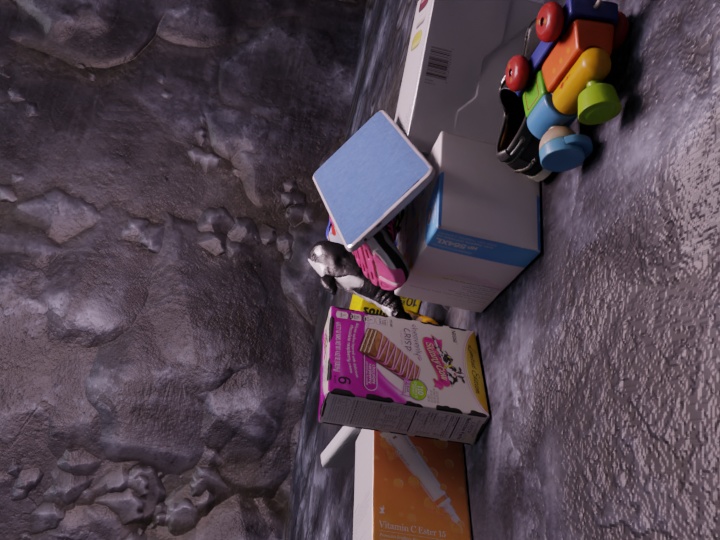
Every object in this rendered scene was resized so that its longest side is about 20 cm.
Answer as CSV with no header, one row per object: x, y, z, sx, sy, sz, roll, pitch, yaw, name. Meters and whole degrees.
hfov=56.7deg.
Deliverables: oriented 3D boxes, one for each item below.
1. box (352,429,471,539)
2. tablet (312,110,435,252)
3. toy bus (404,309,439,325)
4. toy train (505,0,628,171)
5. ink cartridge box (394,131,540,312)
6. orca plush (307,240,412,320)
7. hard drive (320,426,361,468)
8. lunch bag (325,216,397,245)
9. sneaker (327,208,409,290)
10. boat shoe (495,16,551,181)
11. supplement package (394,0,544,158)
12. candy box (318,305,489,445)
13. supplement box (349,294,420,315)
0.060,0.283,0.818,0.203,0.121,0.099,-89,14,-45,box
0.009,-0.113,0.795,0.130,0.014,0.201,-42,34,10,tablet
0.083,0.111,0.994,0.078,0.065,0.200,-45,7,-5,toy bus
0.207,-0.186,0.595,0.201,0.082,0.119,119,150,-64,toy train
0.120,-0.045,0.814,0.201,0.122,0.132,118,161,-60,ink cartridge box
0.000,0.000,0.991,0.200,0.103,0.073,45,130,39,orca plush
0.029,0.240,0.980,0.201,0.128,0.027,119,145,-50,hard drive
0.048,-0.064,1.044,0.170,0.195,0.127,123,163,-69,lunch bag
0.023,-0.056,0.820,0.201,0.085,0.075,-125,15,-50,sneaker
0.189,-0.203,0.742,0.072,0.066,0.206,139,144,-66,boat shoe
0.135,-0.236,0.848,0.111,0.151,0.206,-145,65,-80,supplement package
0.050,0.127,0.819,0.138,0.194,0.062,-91,15,-48,candy box
0.043,0.062,1.233,0.110,0.106,0.205,-99,21,-65,supplement box
